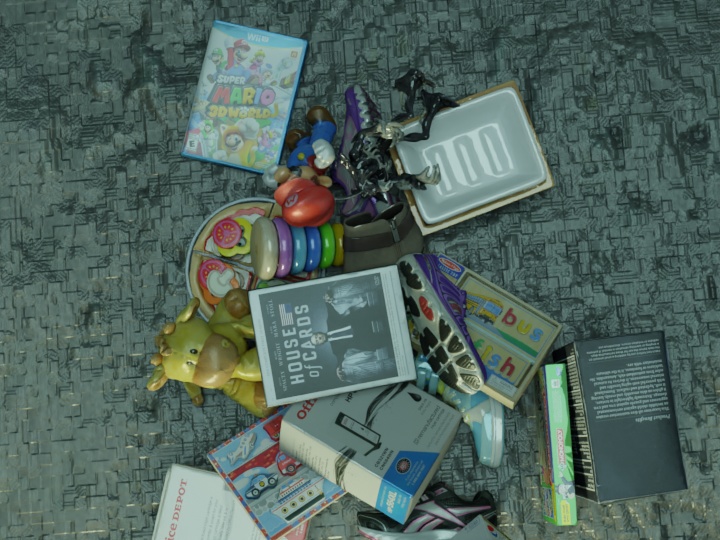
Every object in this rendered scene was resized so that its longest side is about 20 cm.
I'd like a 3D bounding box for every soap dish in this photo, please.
[{"bbox_3d":[0.148,-0.152,1.707,0.197,0.081,0.159,-20,82,-1],"label":"soap dish"}]

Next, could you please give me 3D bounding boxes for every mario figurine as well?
[{"bbox_3d":[-0.083,-0.144,1.652,0.104,0.125,0.202,3,41,0],"label":"mario figurine"}]

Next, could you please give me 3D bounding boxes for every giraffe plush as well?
[{"bbox_3d":[-0.195,0.104,1.616,0.197,0.162,0.176,-2,83,20],"label":"giraffe plush"}]

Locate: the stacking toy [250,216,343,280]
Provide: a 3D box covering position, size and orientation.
[{"bbox_3d":[-0.047,-0.032,1.684,0.197,0.085,0.087,-2,82,-20],"label":"stacking toy"}]

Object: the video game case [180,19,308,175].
[{"bbox_3d":[-0.165,-0.246,1.761,0.141,0.018,0.203,13,83,4],"label":"video game case"}]

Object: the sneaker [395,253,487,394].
[{"bbox_3d":[0.118,0.061,1.599,0.083,0.081,0.202,-14,71,-35],"label":"sneaker"}]

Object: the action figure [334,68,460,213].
[{"bbox_3d":[0.047,-0.161,1.614,0.101,0.119,0.202,18,74,49],"label":"action figure"}]

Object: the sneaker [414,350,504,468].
[{"bbox_3d":[0.126,0.170,1.669,0.128,0.080,0.203,-5,73,-1],"label":"sneaker"}]

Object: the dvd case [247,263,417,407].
[{"bbox_3d":[-0.036,0.083,1.582,0.197,0.025,0.153,-10,86,-5],"label":"dvd case"}]

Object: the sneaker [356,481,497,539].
[{"bbox_3d":[0.090,0.327,1.656,0.197,0.080,0.088,5,77,-10],"label":"sneaker"}]

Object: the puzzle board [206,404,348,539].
[{"bbox_3d":[-0.082,0.248,1.637,0.199,0.017,0.151,-31,63,-23],"label":"puzzle board"}]

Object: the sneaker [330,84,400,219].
[{"bbox_3d":[-0.006,-0.157,1.720,0.087,0.080,0.203,-14,78,19],"label":"sneaker"}]

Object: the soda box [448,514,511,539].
[{"bbox_3d":[0.111,0.411,1.601,0.200,0.064,0.068,-43,116,16],"label":"soda box"}]

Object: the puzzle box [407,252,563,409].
[{"bbox_3d":[0.154,0.077,1.644,0.198,0.026,0.134,30,68,16],"label":"puzzle box"}]

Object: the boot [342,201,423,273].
[{"bbox_3d":[0.000,0.000,1.640,0.198,0.070,0.148,-30,125,-24],"label":"boot"}]

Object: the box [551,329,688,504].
[{"bbox_3d":[0.332,0.190,1.597,0.121,0.200,0.202,-7,83,0],"label":"box"}]

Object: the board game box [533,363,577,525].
[{"bbox_3d":[0.255,0.228,1.627,0.029,0.135,0.204,-3,82,1],"label":"board game box"}]

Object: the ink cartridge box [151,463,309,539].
[{"bbox_3d":[-0.170,0.350,1.650,0.197,0.083,0.149,13,82,3],"label":"ink cartridge box"}]

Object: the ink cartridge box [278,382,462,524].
[{"bbox_3d":[0.011,0.209,1.614,0.198,0.085,0.147,28,57,12],"label":"ink cartridge box"}]

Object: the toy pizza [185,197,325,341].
[{"bbox_3d":[-0.148,-0.004,1.722,0.197,0.032,0.204,0,82,2],"label":"toy pizza"}]
